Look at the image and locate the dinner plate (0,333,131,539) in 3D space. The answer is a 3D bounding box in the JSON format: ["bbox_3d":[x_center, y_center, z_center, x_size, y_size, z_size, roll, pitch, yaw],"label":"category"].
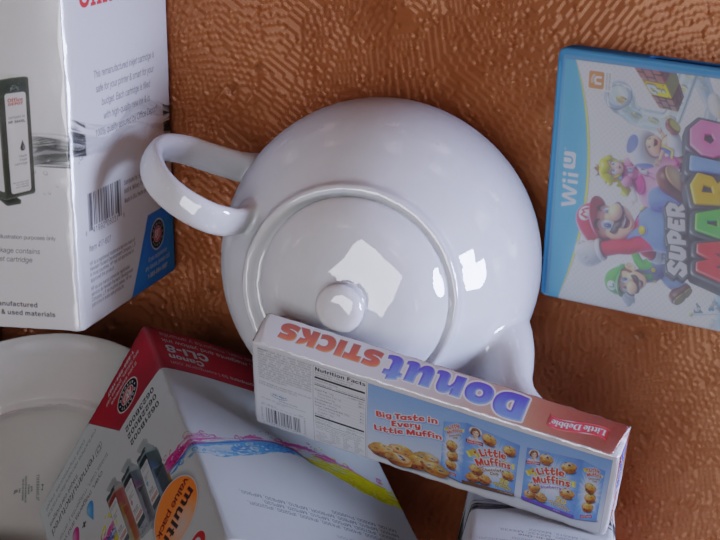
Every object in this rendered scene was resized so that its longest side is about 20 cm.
[{"bbox_3d":[-0.196,0.122,1.145,0.199,0.024,0.201,-12,130,-15],"label":"dinner plate"}]

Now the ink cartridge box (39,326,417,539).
[{"bbox_3d":[-0.072,0.159,1.072,0.144,0.200,0.146,21,112,-30],"label":"ink cartridge box"}]

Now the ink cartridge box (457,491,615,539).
[{"bbox_3d":[0.087,0.192,1.056,0.083,0.200,0.146,12,106,4],"label":"ink cartridge box"}]

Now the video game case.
[{"bbox_3d":[0.194,-0.038,1.039,0.199,0.018,0.144,12,108,30],"label":"video game case"}]

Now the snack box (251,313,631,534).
[{"bbox_3d":[0.039,0.080,1.003,0.199,0.024,0.072,17,141,13],"label":"snack box"}]

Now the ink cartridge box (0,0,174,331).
[{"bbox_3d":[-0.170,-0.082,1.087,0.084,0.146,0.201,2,104,16],"label":"ink cartridge box"}]

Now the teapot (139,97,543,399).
[{"bbox_3d":[0.000,0.000,1.064,0.199,0.146,0.199,-11,100,18],"label":"teapot"}]
